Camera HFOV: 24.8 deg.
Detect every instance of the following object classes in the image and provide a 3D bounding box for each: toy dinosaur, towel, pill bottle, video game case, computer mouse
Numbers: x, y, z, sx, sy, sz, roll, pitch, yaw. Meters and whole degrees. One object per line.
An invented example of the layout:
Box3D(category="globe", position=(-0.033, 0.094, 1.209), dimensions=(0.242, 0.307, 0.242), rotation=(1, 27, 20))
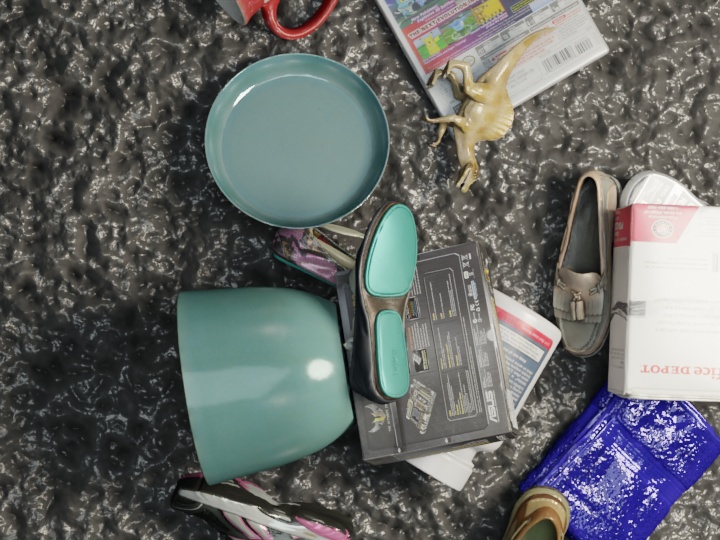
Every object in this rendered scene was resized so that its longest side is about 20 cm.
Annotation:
Box3D(category="toy dinosaur", position=(0.126, -0.189, 1.764), dimensions=(0.100, 0.058, 0.201), rotation=(24, 96, -16))
Box3D(category="towel", position=(0.285, 0.212, 1.774), dimensions=(0.148, 0.050, 0.200), rotation=(42, 87, 0))
Box3D(category="pill bottle", position=(0.116, 0.124, 1.735), dimensions=(0.119, 0.120, 0.201), rotation=(30, 87, -1))
Box3D(category="video game case", position=(0.144, -0.269, 1.796), dimensions=(0.199, 0.023, 0.183), rotation=(-30, 90, -2))
Box3D(category="computer mouse", position=(0.369, -0.041, 1.789), dimensions=(0.199, 0.044, 0.110), rotation=(33, 89, -5))

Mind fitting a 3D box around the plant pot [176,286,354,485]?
Box3D(category="plant pot", position=(-0.092, 0.108, 1.682), dimensions=(0.159, 0.201, 0.203), rotation=(-9, 89, 1))

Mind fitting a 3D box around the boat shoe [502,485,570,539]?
Box3D(category="boat shoe", position=(0.168, 0.328, 1.736), dimensions=(0.075, 0.074, 0.202), rotation=(14, 106, 2))

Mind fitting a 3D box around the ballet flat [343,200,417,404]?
Box3D(category="ballet flat", position=(0.015, 0.032, 1.635), dimensions=(0.072, 0.073, 0.202), rotation=(2, 85, -2))

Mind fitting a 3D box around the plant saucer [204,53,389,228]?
Box3D(category="plant saucer", position=(-0.068, -0.136, 1.760), dimensions=(0.198, 0.027, 0.202), rotation=(1, 72, -3))

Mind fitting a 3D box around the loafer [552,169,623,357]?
Box3D(category="loafer", position=(0.239, -0.009, 1.764), dimensions=(0.071, 0.063, 0.202), rotation=(6, 85, 26))

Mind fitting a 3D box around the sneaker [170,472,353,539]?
Box3D(category="sneaker", position=(-0.113, 0.283, 1.746), dimensions=(0.198, 0.080, 0.087), rotation=(19, 98, 4))

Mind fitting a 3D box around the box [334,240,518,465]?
Box3D(category="box", position=(0.066, 0.085, 1.668), dimensions=(0.157, 0.048, 0.202), rotation=(-13, 76, 14))

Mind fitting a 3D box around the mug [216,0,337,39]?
Box3D(category="mug", position=(-0.080, -0.364, 1.757), dimensions=(0.200, 0.178, 0.133), rotation=(-39, 54, -7))

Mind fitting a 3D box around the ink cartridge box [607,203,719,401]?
Box3D(category="ink cartridge box", position=(0.340, 0.035, 1.722), dimensions=(0.144, 0.085, 0.202), rotation=(3, 87, -5))

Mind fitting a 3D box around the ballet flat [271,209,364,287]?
Box3D(category="ballet flat", position=(0.000, 0.000, 1.758), dimensions=(0.199, 0.069, 0.072), rotation=(32, 106, 2))
